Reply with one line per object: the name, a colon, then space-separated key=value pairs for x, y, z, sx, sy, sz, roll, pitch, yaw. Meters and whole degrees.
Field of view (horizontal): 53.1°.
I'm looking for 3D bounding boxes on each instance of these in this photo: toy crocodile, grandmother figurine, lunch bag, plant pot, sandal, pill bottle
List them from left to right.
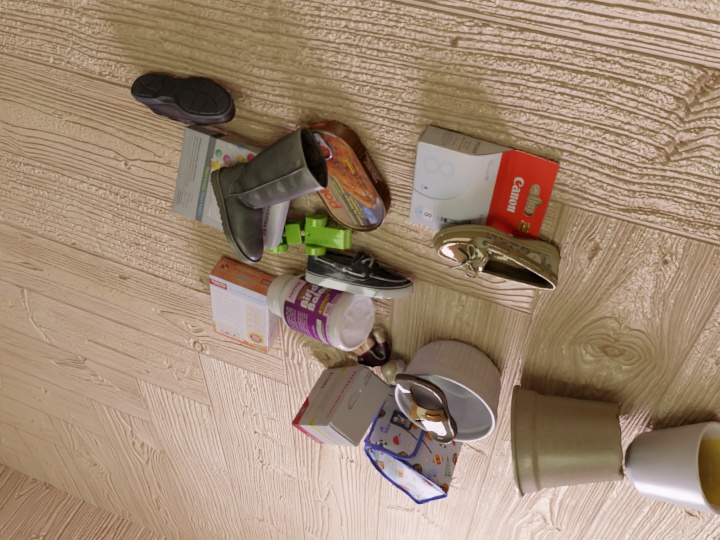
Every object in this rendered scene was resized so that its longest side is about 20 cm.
toy crocodile: x=-0.107 y=-0.069 z=1.274 sx=0.199 sy=0.062 sz=0.068 roll=5 pitch=110 yaw=20
pill bottle: x=-0.080 y=0.069 z=1.345 sx=0.199 sy=0.112 sz=0.113 roll=17 pitch=141 yaw=38
grandmother figurine: x=0.012 y=0.158 z=1.443 sx=0.200 sy=0.061 sz=0.121 roll=39 pitch=148 yaw=-8
lunch bag: x=0.109 y=0.358 z=1.505 sx=0.200 sy=0.170 sz=0.124 roll=41 pitch=136 yaw=-12
sandal: x=0.120 y=0.263 z=1.324 sx=0.081 sy=0.055 sz=0.201 roll=-1 pitch=132 yaw=31
plant pot: x=0.374 y=0.307 z=1.296 sx=0.182 sy=0.201 sz=0.201 roll=-3 pitch=132 yaw=18

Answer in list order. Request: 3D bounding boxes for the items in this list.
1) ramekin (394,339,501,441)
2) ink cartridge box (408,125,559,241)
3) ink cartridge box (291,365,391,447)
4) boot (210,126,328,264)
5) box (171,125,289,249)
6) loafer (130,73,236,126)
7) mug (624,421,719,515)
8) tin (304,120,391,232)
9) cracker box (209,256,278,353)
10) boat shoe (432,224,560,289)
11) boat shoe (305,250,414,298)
ramekin: x=0.174 y=0.224 z=1.376 sx=0.199 sy=0.105 sz=0.201 roll=17 pitch=139 yaw=15
ink cartridge box: x=0.175 y=-0.113 z=1.064 sx=0.199 sy=0.047 sz=0.161 roll=20 pitch=140 yaw=14
ink cartridge box: x=-0.042 y=0.283 z=1.499 sx=0.083 sy=0.146 sz=0.200 roll=40 pitch=156 yaw=-15
boot: x=-0.133 y=-0.113 z=1.143 sx=0.199 sy=0.073 sz=0.183 roll=-14 pitch=105 yaw=26
box: x=-0.217 y=-0.143 z=1.229 sx=0.199 sy=0.041 sz=0.157 roll=21 pitch=115 yaw=9
loafer: x=-0.279 y=-0.271 z=1.168 sx=0.199 sy=0.072 sz=0.063 roll=18 pitch=160 yaw=23
mug: x=0.559 y=0.354 z=1.257 sx=0.153 sy=0.150 sz=0.187 roll=-15 pitch=118 yaw=50
tin: x=-0.026 y=-0.149 z=1.156 sx=0.111 sy=0.042 sz=0.201 roll=-10 pitch=126 yaw=33
cracker box: x=-0.240 y=0.075 z=1.506 sx=0.133 sy=0.058 sz=0.201 roll=21 pitch=141 yaw=9
boat shoe: x=0.207 y=-0.019 z=1.096 sx=0.198 sy=0.063 sz=0.073 roll=9 pitch=148 yaw=1
boat shoe: x=0.000 y=0.000 z=1.278 sx=0.199 sy=0.072 sz=0.068 roll=11 pitch=109 yaw=14
